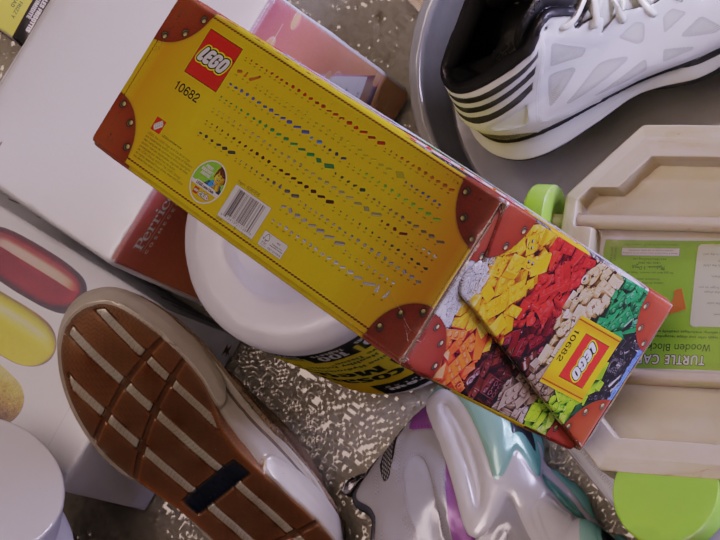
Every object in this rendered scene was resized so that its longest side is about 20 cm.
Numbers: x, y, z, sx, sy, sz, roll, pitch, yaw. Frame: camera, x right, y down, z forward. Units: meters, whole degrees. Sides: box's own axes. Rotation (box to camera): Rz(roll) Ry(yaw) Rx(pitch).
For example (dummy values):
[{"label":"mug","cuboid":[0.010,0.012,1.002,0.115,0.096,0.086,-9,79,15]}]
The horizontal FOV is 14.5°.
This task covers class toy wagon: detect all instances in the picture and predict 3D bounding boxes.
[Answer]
[{"label":"toy wagon","cuboid":[0.138,0.036,1.213,0.154,0.040,0.201,2,75,26]}]

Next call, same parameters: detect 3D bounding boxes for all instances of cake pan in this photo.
[{"label":"cake pan","cuboid":[0.124,-0.104,1.443,0.199,0.037,0.201,-4,77,18]}]

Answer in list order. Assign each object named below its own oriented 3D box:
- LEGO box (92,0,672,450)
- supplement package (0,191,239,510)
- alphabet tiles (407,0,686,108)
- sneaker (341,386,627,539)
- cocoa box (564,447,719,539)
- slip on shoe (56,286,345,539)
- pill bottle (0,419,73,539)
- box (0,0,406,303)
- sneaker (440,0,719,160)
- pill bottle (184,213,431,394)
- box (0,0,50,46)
[{"label":"LEGO box","cuboid":[0.009,-0.020,1.188,0.200,0.149,0.077,35,94,36]},{"label":"supplement package","cuboid":[-0.185,0.027,1.509,0.200,0.109,0.114,30,91,22]},{"label":"alphabet tiles","cuboid":[0.123,-0.181,1.489,0.196,0.015,0.200,-45,69,4]},{"label":"sneaker","cuboid":[0.064,0.163,1.417,0.140,0.078,0.200,-42,60,10]},{"label":"cocoa box","cuboid":[0.195,0.085,1.310,0.131,0.200,0.134,-42,66,7]},{"label":"slip on shoe","cuboid":[-0.078,0.078,1.428,0.076,0.061,0.200,-36,114,20]},{"label":"pill bottle","cuboid":[-0.205,0.168,1.434,0.112,0.200,0.113,8,48,-9]},{"label":"box","cuboid":[-0.085,-0.074,1.436,0.106,0.200,0.153,33,93,22]},{"label":"sneaker","cuboid":[0.127,-0.129,1.365,0.200,0.115,0.076,-34,70,8]},{"label":"pill bottle","cuboid":[0.000,0.000,1.398,0.112,0.200,0.113,-4,78,20]},{"label":"box","cuboid":[-0.232,-0.182,1.587,0.200,0.075,0.050,33,92,21]}]
